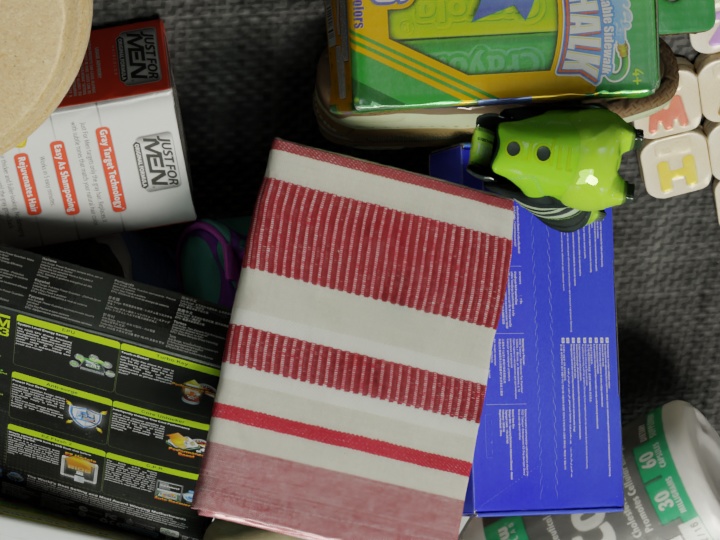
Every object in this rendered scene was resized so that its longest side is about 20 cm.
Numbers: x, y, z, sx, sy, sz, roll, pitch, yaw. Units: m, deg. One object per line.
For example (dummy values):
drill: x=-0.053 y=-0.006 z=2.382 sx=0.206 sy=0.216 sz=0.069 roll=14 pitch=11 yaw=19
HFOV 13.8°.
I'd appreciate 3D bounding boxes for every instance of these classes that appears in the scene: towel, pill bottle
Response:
towel: x=-0.001 y=0.044 z=1.561 sx=0.143 sy=0.201 sz=0.023 roll=14 pitch=170 yaw=-15
pill bottle: x=0.133 y=0.170 z=1.789 sx=0.199 sy=0.113 sz=0.113 roll=-29 pitch=134 yaw=16

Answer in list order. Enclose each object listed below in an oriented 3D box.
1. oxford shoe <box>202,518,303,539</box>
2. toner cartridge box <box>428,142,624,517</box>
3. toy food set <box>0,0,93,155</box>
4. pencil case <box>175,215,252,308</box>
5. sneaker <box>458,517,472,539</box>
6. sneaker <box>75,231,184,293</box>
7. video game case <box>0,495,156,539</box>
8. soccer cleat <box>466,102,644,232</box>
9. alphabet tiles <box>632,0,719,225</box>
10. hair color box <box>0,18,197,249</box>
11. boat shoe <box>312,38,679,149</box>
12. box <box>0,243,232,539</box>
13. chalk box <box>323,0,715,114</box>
oxford shoe: x=-0.036 y=0.117 z=1.715 sx=0.070 sy=0.200 sz=0.074 roll=8 pitch=113 yaw=24
toner cartridge box: x=0.091 y=0.033 z=1.629 sx=0.094 sy=0.201 sz=0.043 roll=1 pitch=175 yaw=-25
toy food set: x=-0.234 y=-0.134 z=1.491 sx=0.199 sy=0.049 sz=0.199 roll=9 pitch=115 yaw=-12
pencil case: x=0.000 y=0.000 z=1.666 sx=0.199 sy=0.086 sz=0.092 roll=-8 pitch=168 yaw=-25
sneaker: x=0.012 y=0.091 z=1.668 sx=0.083 sy=0.200 sz=0.121 roll=-21 pitch=107 yaw=26
sneaker: x=-0.088 y=0.021 z=1.721 sx=0.077 sy=0.076 sz=0.200 roll=-45 pitch=131 yaw=3
video game case: x=-0.175 y=0.150 z=1.738 sx=0.199 sy=0.182 sz=0.023 roll=16 pitch=90 yaw=-25
soccer cleat: x=0.094 y=-0.058 z=1.520 sx=0.081 sy=0.068 sz=0.200 roll=9 pitch=178 yaw=-1
alphabet tiles: x=0.253 y=-0.099 z=1.697 sx=0.199 sy=0.015 sz=0.196 roll=-13 pitch=136 yaw=1
hair color box: x=-0.194 y=-0.065 z=1.606 sx=0.199 sy=0.061 sz=0.102 roll=-9 pitch=136 yaw=-1
boat shoe: x=0.073 y=-0.097 z=1.633 sx=0.199 sy=0.072 sz=0.076 roll=0 pitch=151 yaw=-4
box: x=-0.167 y=0.066 z=1.639 sx=0.199 sy=0.048 sz=0.194 roll=15 pitch=142 yaw=2
chalk box: x=0.084 y=-0.146 z=1.503 sx=0.199 sy=0.124 sz=0.126 roll=-5 pitch=93 yaw=-6
